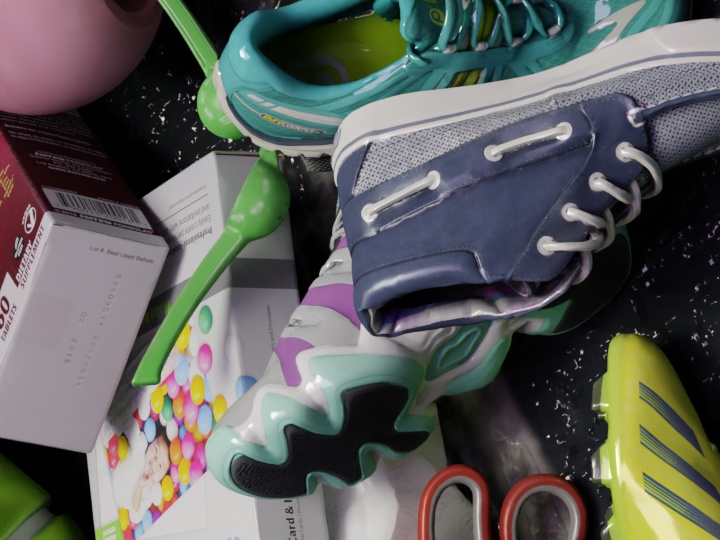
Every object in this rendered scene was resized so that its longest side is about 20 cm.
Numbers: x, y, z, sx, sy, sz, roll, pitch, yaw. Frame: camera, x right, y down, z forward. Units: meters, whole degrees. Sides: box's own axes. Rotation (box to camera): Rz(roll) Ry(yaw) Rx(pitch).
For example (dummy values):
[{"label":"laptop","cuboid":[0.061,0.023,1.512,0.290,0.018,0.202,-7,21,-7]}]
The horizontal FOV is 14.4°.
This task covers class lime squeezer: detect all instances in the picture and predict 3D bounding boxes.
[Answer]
[{"label":"lime squeezer","cuboid":[-0.066,-0.052,1.206,0.070,0.038,0.201,-7,78,11]}]

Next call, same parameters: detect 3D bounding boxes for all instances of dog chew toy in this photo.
[{"label":"dog chew toy","cuboid":[-0.189,-0.125,1.286,0.199,0.124,0.125,-8,84,27]}]

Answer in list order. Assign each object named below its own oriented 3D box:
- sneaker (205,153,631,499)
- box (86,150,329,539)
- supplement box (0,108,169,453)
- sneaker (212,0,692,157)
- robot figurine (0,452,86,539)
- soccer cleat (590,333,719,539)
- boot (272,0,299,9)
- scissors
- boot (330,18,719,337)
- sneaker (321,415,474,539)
[{"label":"sneaker","cuboid":[0.000,0.000,1.199,0.200,0.078,0.140,-31,55,-9]},{"label":"box","cuboid":[-0.074,0.065,1.270,0.156,0.041,0.201,-27,67,56]},{"label":"supplement box","cuboid":[-0.159,-0.013,1.316,0.109,0.061,0.200,-68,28,18]},{"label":"sneaker","cuboid":[0.039,-0.091,1.153,0.199,0.080,0.078,-13,73,-2]},{"label":"robot figurine","cuboid":[-0.210,0.129,1.350,0.200,0.116,0.176,39,155,4]},{"label":"soccer cleat","cuboid":[0.143,0.119,1.138,0.083,0.065,0.201,-14,75,8]},{"label":"boot","cuboid":[-0.032,-0.147,1.208,0.073,0.150,0.200,39,114,32]},{"label":"scissors","cuboid":[0.068,0.179,1.192,0.073,0.014,0.201,-6,87,-6]},{"label":"boot","cuboid":[0.089,-0.032,1.118,0.199,0.073,0.091,-14,58,12]},{"label":"sneaker","cuboid":[0.003,0.118,1.241,0.088,0.075,0.201,-33,63,46]}]
